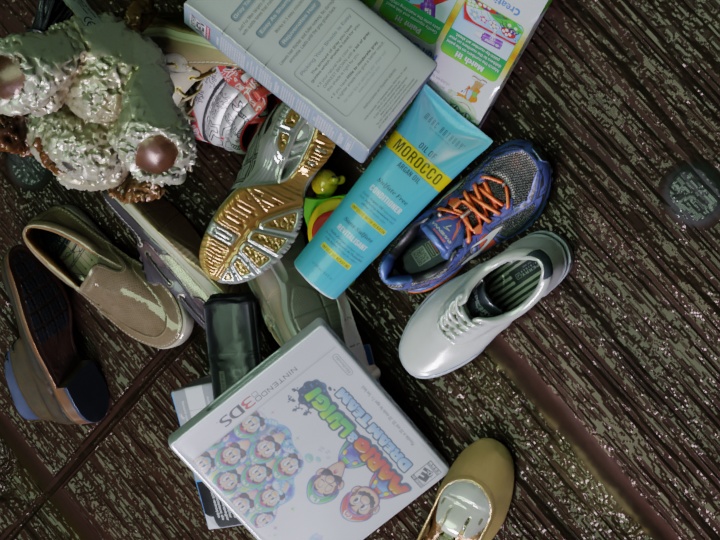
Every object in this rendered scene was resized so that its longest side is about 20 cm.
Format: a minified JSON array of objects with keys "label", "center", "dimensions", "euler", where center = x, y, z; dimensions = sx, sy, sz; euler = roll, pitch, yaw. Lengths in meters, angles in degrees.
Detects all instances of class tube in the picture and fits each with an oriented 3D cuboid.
[{"label":"tube","center":[0.023,-0.064,1.620],"dimensions":[0.077,0.050,0.200],"euler":[40,101,-6]}]

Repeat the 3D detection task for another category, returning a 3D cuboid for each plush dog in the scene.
[{"label":"plush dog","center":[-0.237,-0.140,1.612],"dimensions":[0.199,0.161,0.172],"euler":[25,137,-8]}]

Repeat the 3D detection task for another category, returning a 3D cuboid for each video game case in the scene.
[{"label":"video game case","center":[-0.046,0.170,1.689],"dimensions":[0.182,0.024,0.200],"euler":[-38,112,6]}]

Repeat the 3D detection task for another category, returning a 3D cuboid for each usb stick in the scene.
[{"label":"usb stick","center":[-0.113,0.120,1.723],"dimensions":[0.055,0.033,0.201],"euler":[-4,95,20]}]

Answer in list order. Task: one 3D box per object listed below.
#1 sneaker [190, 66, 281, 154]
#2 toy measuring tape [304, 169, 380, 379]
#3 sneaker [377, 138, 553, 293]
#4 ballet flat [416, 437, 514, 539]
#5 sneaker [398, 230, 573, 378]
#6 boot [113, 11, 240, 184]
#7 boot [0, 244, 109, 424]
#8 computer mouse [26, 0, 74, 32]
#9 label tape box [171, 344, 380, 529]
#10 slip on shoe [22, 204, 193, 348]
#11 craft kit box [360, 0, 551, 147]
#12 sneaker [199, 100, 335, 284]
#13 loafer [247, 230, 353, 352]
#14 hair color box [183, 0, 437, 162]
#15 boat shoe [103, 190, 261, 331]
[{"label":"sneaker","center":[-0.113,-0.209,1.711],"dimensions":[0.108,0.067,0.202],"euler":[28,115,19]},{"label":"toy measuring tape","center":[0.000,0.000,1.688],"dimensions":[0.073,0.073,0.201],"euler":[-19,87,29]},{"label":"sneaker","center":[0.092,-0.040,1.629],"dimensions":[0.075,0.078,0.200],"euler":[49,117,8]},{"label":"ballet flat","center":[0.086,0.249,1.697],"dimensions":[0.068,0.063,0.201],"euler":[27,111,12]},{"label":"sneaker","center":[0.101,0.031,1.643],"dimensions":[0.200,0.071,0.073],"euler":[-42,80,27]},{"label":"boot","center":[-0.163,-0.155,1.676],"dimensions":[0.199,0.072,0.155],"euler":[9,109,33]},{"label":"boot","center":[-0.340,0.073,1.867],"dimensions":[0.097,0.075,0.201],"euler":[-12,107,34]},{"label":"computer mouse","center":[-0.273,-0.182,1.734],"dimensions":[0.053,0.200,0.139],"euler":[19,77,13]},{"label":"label tape box","center":[-0.071,0.161,1.761],"dimensions":[0.199,0.066,0.144],"euler":[-13,94,30]},{"label":"slip on shoe","center":[-0.254,0.009,1.828],"dimensions":[0.200,0.061,0.076],"euler":[44,116,13]},{"label":"craft kit box","center":[0.051,-0.227,1.599],"dimensions":[0.200,0.049,0.198],"euler":[32,118,4]},{"label":"sneaker","center":[-0.082,-0.078,1.693],"dimensions":[0.075,0.088,0.200],"euler":[32,93,-16]},{"label":"loafer","center":[-0.069,0.021,1.733],"dimensions":[0.063,0.072,0.201],"euler":[-41,67,45]},{"label":"hair color box","center":[-0.044,-0.195,1.565],"dimensions":[0.200,0.061,0.099],"euler":[39,81,0]},{"label":"boat shoe","center":[-0.184,-0.010,1.784],"dimensions":[0.200,0.072,0.065],"euler":[43,111,7]}]
